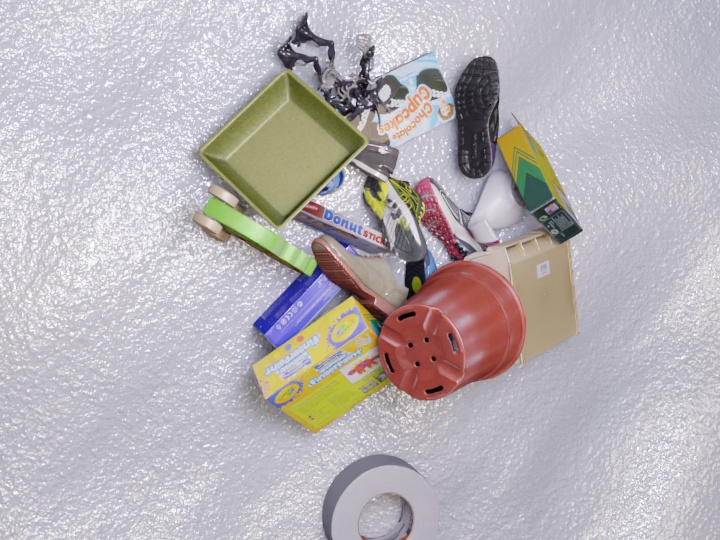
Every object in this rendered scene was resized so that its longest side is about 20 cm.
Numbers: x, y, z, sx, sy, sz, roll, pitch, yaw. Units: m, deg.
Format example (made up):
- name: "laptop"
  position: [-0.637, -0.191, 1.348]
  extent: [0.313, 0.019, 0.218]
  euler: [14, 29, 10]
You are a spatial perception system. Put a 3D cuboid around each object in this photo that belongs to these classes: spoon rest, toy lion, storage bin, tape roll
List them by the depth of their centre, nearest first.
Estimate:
- name: "toy lion"
  position: [-0.155, -0.049, 1.547]
  extent: [0.190, 0.200, 0.069]
  euler: [30, 86, 1]
- name: "spoon rest"
  position: [0.230, -0.104, 1.689]
  extent: [0.100, 0.060, 0.200]
  euler: [60, 37, -12]
- name: "storage bin"
  position: [0.277, 0.040, 1.692]
  extent: [0.199, 0.093, 0.202]
  euler: [-18, 103, -47]
- name: "tape roll"
  position: [0.036, 0.426, 1.726]
  extent: [0.197, 0.066, 0.203]
  euler: [-2, 96, -17]

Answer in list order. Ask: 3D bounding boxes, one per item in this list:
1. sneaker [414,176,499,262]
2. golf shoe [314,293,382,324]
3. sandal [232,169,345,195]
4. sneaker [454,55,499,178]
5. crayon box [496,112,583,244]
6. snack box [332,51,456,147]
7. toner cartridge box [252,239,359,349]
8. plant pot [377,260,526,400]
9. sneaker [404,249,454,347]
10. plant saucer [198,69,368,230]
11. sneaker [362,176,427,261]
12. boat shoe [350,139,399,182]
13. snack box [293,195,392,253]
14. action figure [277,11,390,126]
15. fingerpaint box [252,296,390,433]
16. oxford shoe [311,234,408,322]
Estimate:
- name: "sneaker"
  position: [0.162, -0.082, 1.703]
  extent: [0.075, 0.080, 0.201]
  euler: [-49, 116, -21]
- name: "golf shoe"
  position: [-0.016, 0.087, 1.656]
  extent: [0.200, 0.091, 0.075]
  euler: [-47, 108, -6]
- name: "sandal"
  position: [-0.112, -0.154, 1.600]
  extent: [0.197, 0.087, 0.081]
  euler: [-6, 100, -15]
- name: "sneaker"
  position: [0.202, -0.261, 1.689]
  extent: [0.075, 0.087, 0.203]
  euler: [9, 104, 18]
- name: "crayon box"
  position: [0.296, -0.156, 1.676]
  extent: [0.050, 0.202, 0.127]
  euler: [-31, 142, 19]
- name: "snack box"
  position: [0.056, -0.271, 1.663]
  extent: [0.198, 0.037, 0.117]
  euler: [-28, 104, -13]
- name: "toner cartridge box"
  position: [-0.085, 0.038, 1.626]
  extent: [0.200, 0.095, 0.043]
  euler: [-46, 107, -7]
- name: "plant pot"
  position: [0.133, 0.102, 1.552]
  extent: [0.195, 0.198, 0.204]
  euler: [-22, 107, -58]
- name: "sneaker"
  position: [0.126, 0.055, 1.715]
  extent: [0.078, 0.066, 0.203]
  euler: [-11, 100, -27]
- name: "plant saucer"
  position: [-0.116, -0.182, 1.542]
  extent: [0.200, 0.048, 0.200]
  euler: [-44, 69, -8]
- name: "sneaker"
  position: [0.075, -0.094, 1.620]
  extent: [0.084, 0.201, 0.075]
  euler: [0, 134, -28]
- name: "boat shoe"
  position: [-0.029, -0.210, 1.605]
  extent: [0.198, 0.067, 0.057]
  euler: [29, 87, 10]
- name: "snack box"
  position: [-0.039, -0.072, 1.617]
  extent: [0.198, 0.072, 0.025]
  euler: [23, 77, -30]
- name: "action figure"
  position: [-0.031, -0.315, 1.571]
  extent: [0.199, 0.102, 0.119]
  euler: [35, 65, 1]
- name: "fingerpaint box"
  position: [-0.045, 0.154, 1.597]
  extent: [0.199, 0.074, 0.167]
  euler: [-35, 141, 9]
- name: "oxford shoe"
  position: [0.000, 0.000, 1.571]
  extent: [0.200, 0.070, 0.074]
  euler: [45, 67, -32]
